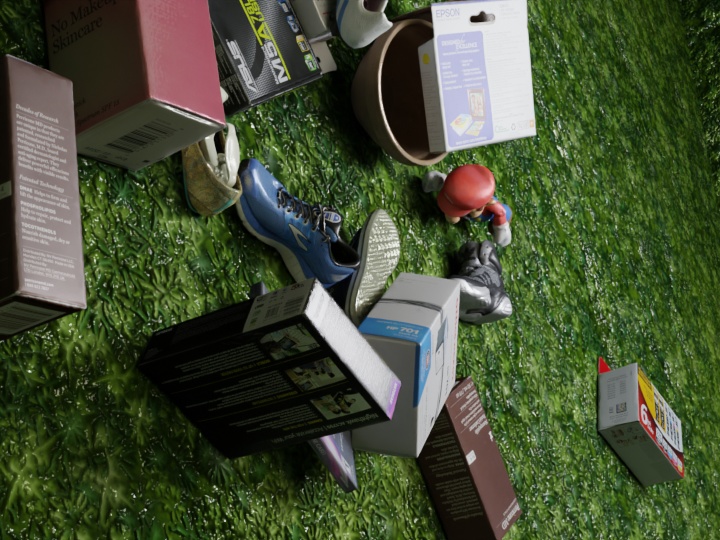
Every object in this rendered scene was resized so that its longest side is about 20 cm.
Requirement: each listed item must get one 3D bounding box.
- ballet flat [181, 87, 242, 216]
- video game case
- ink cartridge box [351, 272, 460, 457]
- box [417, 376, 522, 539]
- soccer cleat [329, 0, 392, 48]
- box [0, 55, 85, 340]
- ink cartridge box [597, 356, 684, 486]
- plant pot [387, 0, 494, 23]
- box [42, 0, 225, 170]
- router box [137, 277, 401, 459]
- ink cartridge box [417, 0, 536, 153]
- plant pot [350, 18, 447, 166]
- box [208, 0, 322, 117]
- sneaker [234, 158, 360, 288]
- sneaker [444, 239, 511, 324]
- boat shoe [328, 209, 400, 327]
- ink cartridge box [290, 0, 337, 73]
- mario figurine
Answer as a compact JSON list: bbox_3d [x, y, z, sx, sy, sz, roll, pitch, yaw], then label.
[{"bbox_3d":[-0.167,-0.159,1.188,0.071,0.070,0.201,3,70,-58],"label":"ballet flat"},{"bbox_3d":[-0.061,0.124,1.186,0.200,0.019,0.143,59,11,-31],"label":"video game case"},{"bbox_3d":[0.055,0.107,1.317,0.200,0.085,0.147,-47,141,-62],"label":"ink cartridge box"},{"bbox_3d":[0.132,0.250,1.443,0.100,0.075,0.201,-28,99,-60],"label":"box"},{"bbox_3d":[0.004,-0.379,1.442,0.070,0.086,0.201,27,51,-51],"label":"soccer cleat"},{"bbox_3d":[-0.282,-0.056,0.886,0.075,0.100,0.201,20,56,-54],"label":"box"},{"bbox_3d":[0.520,0.270,2.068,0.200,0.084,0.176,47,37,-34],"label":"ink cartridge box"},{"bbox_3d":[0.150,-0.304,1.691,0.200,0.199,0.199,-30,106,-60],"label":"plant pot"},{"bbox_3d":[-0.221,-0.217,1.069,0.109,0.127,0.201,14,61,-55],"label":"box"},{"bbox_3d":[-0.086,0.097,1.039,0.149,0.199,0.051,53,36,-30],"label":"router box"},{"bbox_3d":[0.165,-0.277,1.565,0.197,0.047,0.201,-15,101,-39],"label":"ink cartridge box"},{"bbox_3d":[0.052,-0.244,1.551,0.200,0.092,0.202,1,89,-50],"label":"plant pot"},{"bbox_3d":[-0.141,-0.300,1.333,0.201,0.047,0.193,65,28,-7],"label":"box"},{"bbox_3d":[-0.068,-0.060,1.271,0.200,0.089,0.079,47,36,-35],"label":"sneaker"},{"bbox_3d":[0.157,0.009,1.627,0.200,0.075,0.114,24,53,-60],"label":"sneaker"},{"bbox_3d":[0.000,0.000,1.375,0.075,0.062,0.201,51,39,-33],"label":"boat shoe"},{"bbox_3d":[-0.068,-0.364,1.470,0.115,0.068,0.201,-33,103,-59],"label":"ink cartridge box"},{"bbox_3d":[0.160,-0.092,1.672,0.200,0.123,0.107,25,66,-67],"label":"mario figurine"}]
